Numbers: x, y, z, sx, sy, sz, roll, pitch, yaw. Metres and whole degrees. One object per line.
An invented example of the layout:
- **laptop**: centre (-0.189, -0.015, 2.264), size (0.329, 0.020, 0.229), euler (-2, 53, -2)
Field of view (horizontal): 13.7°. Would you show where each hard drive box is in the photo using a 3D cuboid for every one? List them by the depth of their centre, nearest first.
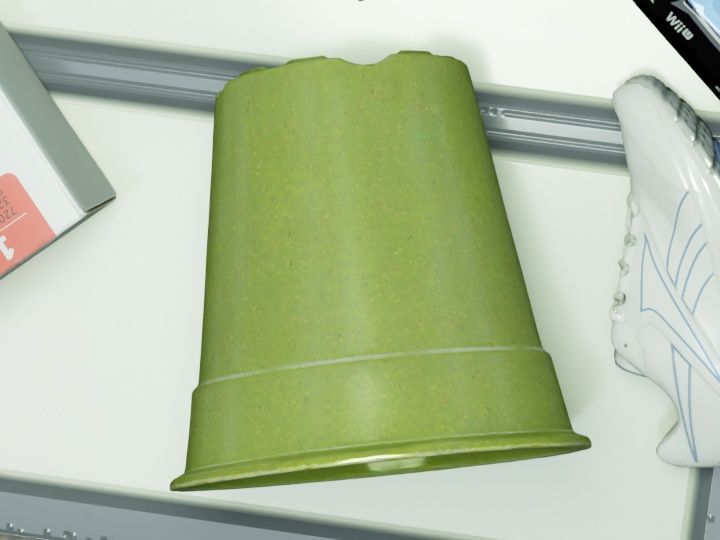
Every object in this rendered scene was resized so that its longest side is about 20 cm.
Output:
- **hard drive box**: centre (-0.242, -0.072, 1.471), size (0.155, 0.077, 0.200), euler (-34, 92, 10)

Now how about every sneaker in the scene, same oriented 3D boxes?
- **sneaker**: centre (0.154, 0.005, 1.440), size (0.087, 0.075, 0.201), euler (-18, 94, 13)

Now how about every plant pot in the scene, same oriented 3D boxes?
- **plant pot**: centre (0.000, 0.000, 1.410), size (0.199, 0.200, 0.191), euler (-7, 85, 7)

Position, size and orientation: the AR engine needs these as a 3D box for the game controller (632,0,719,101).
- **game controller**: centre (0.215, -0.111, 1.432), size (0.104, 0.042, 0.200), euler (-42, 90, 9)
